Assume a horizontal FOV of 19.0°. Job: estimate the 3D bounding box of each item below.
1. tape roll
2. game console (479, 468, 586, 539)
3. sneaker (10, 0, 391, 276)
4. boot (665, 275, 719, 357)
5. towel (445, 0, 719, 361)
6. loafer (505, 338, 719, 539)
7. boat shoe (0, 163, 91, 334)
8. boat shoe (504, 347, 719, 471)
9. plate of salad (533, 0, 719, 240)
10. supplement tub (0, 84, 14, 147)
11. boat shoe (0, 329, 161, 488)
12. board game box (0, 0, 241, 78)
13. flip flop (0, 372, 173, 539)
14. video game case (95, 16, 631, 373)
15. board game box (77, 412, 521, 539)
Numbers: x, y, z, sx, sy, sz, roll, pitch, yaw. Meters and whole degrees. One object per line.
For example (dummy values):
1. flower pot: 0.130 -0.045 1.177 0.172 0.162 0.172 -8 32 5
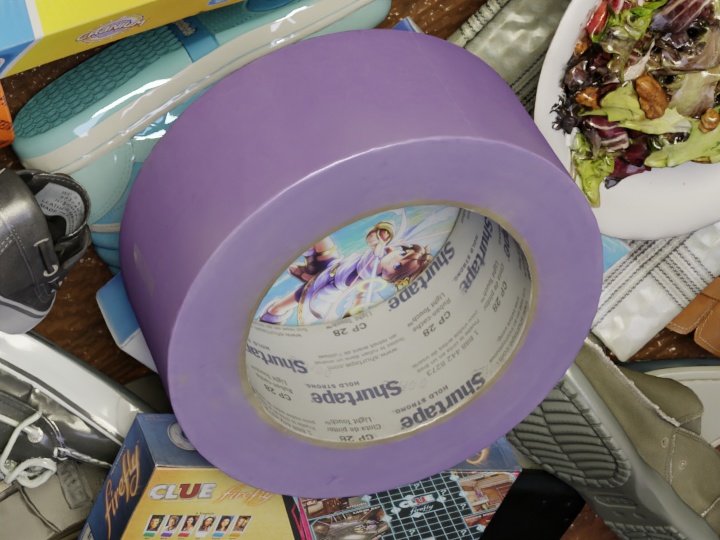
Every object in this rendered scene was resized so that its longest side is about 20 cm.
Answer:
1. tape roll: 0.000 0.000 0.946 0.199 0.085 0.201 -12 132 -14
2. game console: 0.006 0.161 1.155 0.199 0.031 0.177 7 129 -33
3. sneaker: -0.056 -0.066 1.051 0.199 0.080 0.131 -27 118 2
4. boot: 0.181 -0.051 1.163 0.200 0.077 0.155 32 101 -37
5. towel: 0.118 -0.059 1.099 0.192 0.035 0.200 42 109 -19
6. loafer: 0.134 0.081 1.118 0.200 0.075 0.070 49 57 -42
7. boat shoe: -0.151 -0.018 0.963 0.066 0.200 0.070 -29 85 1
8. boat shoe: 0.122 0.080 1.190 0.199 0.062 0.075 -17 126 -10
9. plate of salad: 0.172 -0.095 1.011 0.199 0.048 0.201 -18 132 -22
10. supplement tub: -0.261 -0.065 0.941 0.199 0.123 0.123 -22 118 -13
11. boat shoe: -0.163 0.067 1.037 0.199 0.074 0.068 32 87 -12
12. board game box: -0.153 -0.162 0.915 0.200 0.040 0.153 -23 82 -29
13. flip flop: -0.136 0.107 1.101 0.199 0.058 0.081 -17 81 -11
14. video game case: 0.005 0.001 1.040 0.200 0.046 0.181 -41 136 12
15. board game box: -0.036 0.130 1.050 0.199 0.035 0.136 4 131 -31
